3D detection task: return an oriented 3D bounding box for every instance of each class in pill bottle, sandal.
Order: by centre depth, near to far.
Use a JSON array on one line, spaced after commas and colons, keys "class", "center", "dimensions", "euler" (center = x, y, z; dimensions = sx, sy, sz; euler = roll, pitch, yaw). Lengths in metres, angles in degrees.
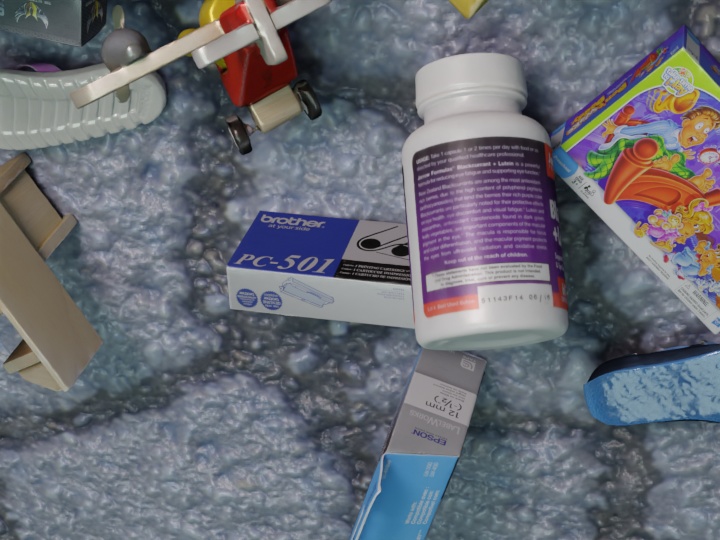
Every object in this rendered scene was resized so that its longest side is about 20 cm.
[{"class": "pill bottle", "center": [0.087, -0.048, 0.930], "dimensions": [0.110, 0.111, 0.202], "euler": [-8, 79, 20]}, {"class": "sandal", "center": [-0.258, -0.144, 1.058], "dimensions": [0.201, 0.050, 0.083], "euler": [-1, 137, 1]}]

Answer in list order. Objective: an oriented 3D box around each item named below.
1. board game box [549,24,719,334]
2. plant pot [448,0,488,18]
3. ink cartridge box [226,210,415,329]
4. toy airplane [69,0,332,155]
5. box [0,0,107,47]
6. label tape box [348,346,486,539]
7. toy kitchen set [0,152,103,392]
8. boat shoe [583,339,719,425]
[{"class": "board game box", "center": [0.254, -0.063, 0.961], "dimensions": [0.200, 0.045, 0.134], "euler": [43, 123, -12]}, {"class": "plant pot", "center": [0.067, -0.311, 0.777], "dimensions": [0.200, 0.196, 0.195], "euler": [38, 124, -2]}, {"class": "ink cartridge box", "center": [0.000, 0.000, 1.043], "dimensions": [0.198, 0.094, 0.045], "euler": [6, 123, 13]}, {"class": "toy airplane", "center": [-0.087, -0.180, 0.900], "dimensions": [0.199, 0.199, 0.142], "euler": [-36, 78, 37]}, {"class": "box", "center": [-0.268, -0.248, 0.855], "dimensions": [0.198, 0.051, 0.159], "euler": [12, 121, 7]}, {"class": "label tape box", "center": [0.042, 0.175, 1.075], "dimensions": [0.066, 0.200, 0.144], "euler": [19, 125, 2]}, {"class": "toy kitchen set", "center": [-0.340, 0.041, 1.100], "dimensions": [0.179, 0.200, 0.164], "euler": [-24, 112, 27]}, {"class": "boat shoe", "center": [0.281, 0.079, 1.033], "dimensions": [0.198, 0.069, 0.085], "euler": [1, 109, 21]}]
